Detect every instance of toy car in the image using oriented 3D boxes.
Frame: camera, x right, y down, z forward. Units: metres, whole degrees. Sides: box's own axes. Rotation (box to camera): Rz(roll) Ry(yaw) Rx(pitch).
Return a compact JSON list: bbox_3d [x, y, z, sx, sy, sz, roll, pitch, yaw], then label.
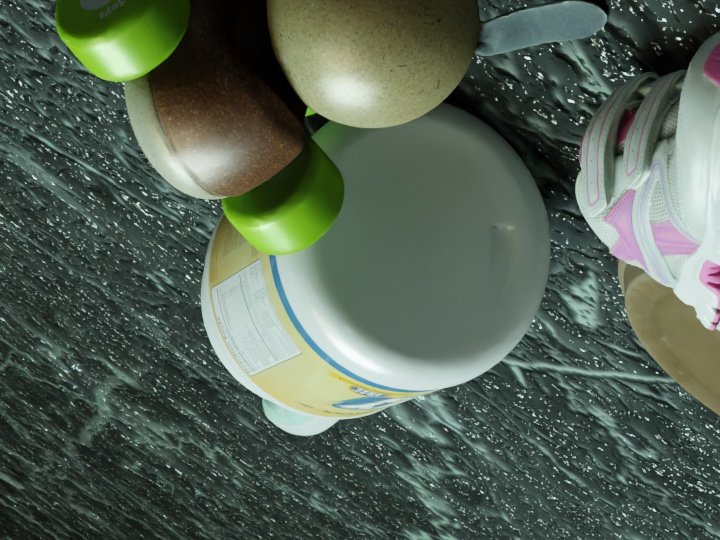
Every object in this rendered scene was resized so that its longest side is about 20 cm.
[{"bbox_3d":[-0.002,-0.120,0.976,0.198,0.159,0.164,-14,141,26],"label":"toy car"}]

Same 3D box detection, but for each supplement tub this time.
[{"bbox_3d":[0.000,0.000,1.174,0.144,0.145,0.200,37,161,-10],"label":"supplement tub"}]

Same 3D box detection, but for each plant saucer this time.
[{"bbox_3d":[0.210,0.043,1.115,0.199,0.030,0.200,31,161,12],"label":"plant saucer"}]

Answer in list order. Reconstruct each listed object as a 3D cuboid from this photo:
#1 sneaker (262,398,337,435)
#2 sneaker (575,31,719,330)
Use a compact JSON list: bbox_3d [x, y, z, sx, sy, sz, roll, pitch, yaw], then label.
[{"bbox_3d":[-0.041,0.038,1.436,0.118,0.074,0.200,32,152,-16],"label":"sneaker"},{"bbox_3d":[0.132,-0.044,0.953,0.088,0.082,0.200,28,159,13],"label":"sneaker"}]
